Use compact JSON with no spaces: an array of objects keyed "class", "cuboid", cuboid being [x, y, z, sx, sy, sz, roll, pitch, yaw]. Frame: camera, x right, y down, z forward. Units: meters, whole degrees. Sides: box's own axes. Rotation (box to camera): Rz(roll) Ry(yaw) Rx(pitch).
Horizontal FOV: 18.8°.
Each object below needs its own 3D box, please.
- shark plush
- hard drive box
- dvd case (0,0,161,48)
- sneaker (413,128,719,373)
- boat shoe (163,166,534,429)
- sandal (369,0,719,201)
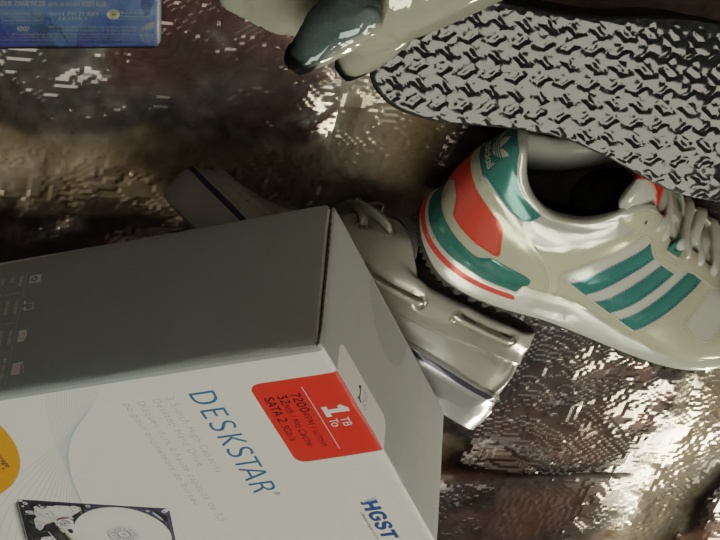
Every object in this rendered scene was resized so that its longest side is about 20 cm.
[{"class":"shark plush","cuboid":[0.030,-0.142,0.839,0.200,0.084,0.091,-24,177,26]},{"class":"hard drive box","cuboid":[-0.081,0.061,0.961,0.199,0.077,0.156,-10,139,18]},{"class":"dvd case","cuboid":[-0.146,-0.162,0.829,0.142,0.018,0.200,-1,139,-7]},{"class":"sneaker","cuboid":[0.129,-0.015,0.999,0.199,0.071,0.093,16,140,-21]},{"class":"boat shoe","cuboid":[0.000,0.000,1.003,0.200,0.072,0.066,36,94,-23]},{"class":"sandal","cuboid":[0.102,-0.086,0.934,0.200,0.048,0.076,15,112,-5]}]
